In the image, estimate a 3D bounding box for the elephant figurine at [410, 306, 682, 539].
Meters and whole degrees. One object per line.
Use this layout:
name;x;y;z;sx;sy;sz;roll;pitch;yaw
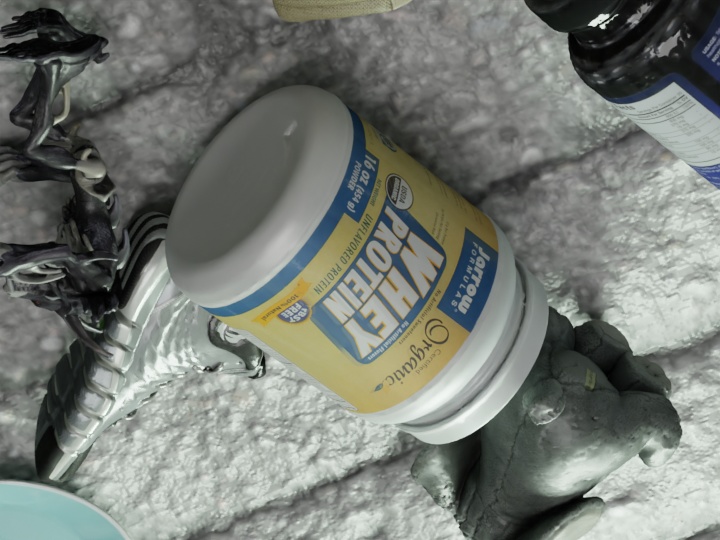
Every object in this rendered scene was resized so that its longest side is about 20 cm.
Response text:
elephant figurine;0.105;0.135;1.671;0.154;0.142;0.201;20;117;-27

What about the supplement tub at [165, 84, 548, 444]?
supplement tub;0.000;0.000;1.557;0.200;0.145;0.145;36;115;-29

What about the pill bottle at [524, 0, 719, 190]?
pill bottle;0.190;-0.128;1.509;0.200;0.112;0.112;36;115;-28

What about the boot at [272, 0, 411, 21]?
boot;0.021;-0.226;1.441;0.199;0.073;0.156;-23;130;1

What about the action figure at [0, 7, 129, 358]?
action figure;-0.184;-0.044;1.521;0.101;0.119;0.201;-3;115;-7

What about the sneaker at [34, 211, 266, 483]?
sneaker;-0.119;0.065;1.635;0.115;0.075;0.201;18;121;-22

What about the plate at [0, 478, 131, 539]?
plate;-0.242;0.208;1.753;0.199;0.026;0.201;-4;127;-6
